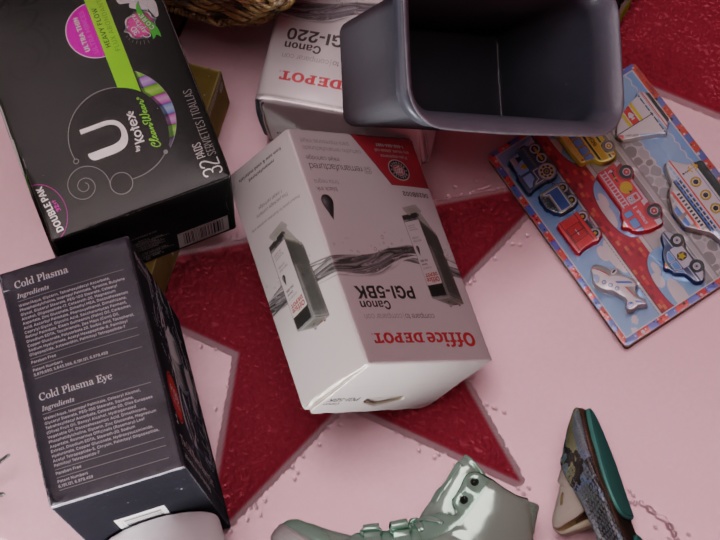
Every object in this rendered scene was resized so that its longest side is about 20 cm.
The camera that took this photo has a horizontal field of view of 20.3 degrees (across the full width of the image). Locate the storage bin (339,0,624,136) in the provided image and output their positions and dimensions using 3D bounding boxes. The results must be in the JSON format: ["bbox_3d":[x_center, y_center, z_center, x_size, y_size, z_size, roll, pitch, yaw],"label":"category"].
[{"bbox_3d":[0.081,-0.167,1.544,0.198,0.134,0.147,0,85,-33],"label":"storage bin"}]

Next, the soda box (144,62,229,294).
[{"bbox_3d":[-0.170,-0.070,1.649,0.067,0.064,0.202,14,72,8],"label":"soda box"}]

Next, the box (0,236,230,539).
[{"bbox_3d":[-0.181,0.102,1.515,0.103,0.200,0.184,-17,70,0],"label":"box"}]

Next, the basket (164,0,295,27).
[{"bbox_3d":[-0.090,-0.298,1.642,0.142,0.149,0.202,26,72,-20],"label":"basket"}]

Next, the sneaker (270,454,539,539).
[{"bbox_3d":[0.037,0.191,1.530,0.198,0.074,0.119,16,78,0],"label":"sneaker"}]

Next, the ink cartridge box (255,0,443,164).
[{"bbox_3d":[0.005,-0.201,1.673,0.144,0.085,0.202,10,73,8],"label":"ink cartridge box"}]

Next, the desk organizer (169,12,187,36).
[{"bbox_3d":[-0.186,-0.234,1.703,0.071,0.077,0.201,20,73,12],"label":"desk organizer"}]

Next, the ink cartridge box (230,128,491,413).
[{"bbox_3d":[0.000,0.000,1.558,0.083,0.146,0.202,-36,66,38],"label":"ink cartridge box"}]

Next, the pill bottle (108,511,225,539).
[{"bbox_3d":[-0.124,0.289,1.488,0.112,0.114,0.202,-17,70,-2],"label":"pill bottle"}]

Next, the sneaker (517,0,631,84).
[{"bbox_3d":[0.174,-0.222,1.679,0.084,0.077,0.201,25,63,18],"label":"sneaker"}]

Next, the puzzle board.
[{"bbox_3d":[0.219,-0.057,1.638,0.150,0.017,0.201,-32,71,-7],"label":"puzzle board"}]

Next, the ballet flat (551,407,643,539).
[{"bbox_3d":[0.182,0.202,1.522,0.074,0.074,0.201,-20,66,-3],"label":"ballet flat"}]

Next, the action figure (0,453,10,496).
[{"bbox_3d":[-0.379,0.152,1.570,0.198,0.102,0.120,14,60,-18],"label":"action figure"}]

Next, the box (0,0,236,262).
[{"bbox_3d":[-0.198,-0.115,1.564,0.147,0.124,0.201,-21,74,-8],"label":"box"}]
